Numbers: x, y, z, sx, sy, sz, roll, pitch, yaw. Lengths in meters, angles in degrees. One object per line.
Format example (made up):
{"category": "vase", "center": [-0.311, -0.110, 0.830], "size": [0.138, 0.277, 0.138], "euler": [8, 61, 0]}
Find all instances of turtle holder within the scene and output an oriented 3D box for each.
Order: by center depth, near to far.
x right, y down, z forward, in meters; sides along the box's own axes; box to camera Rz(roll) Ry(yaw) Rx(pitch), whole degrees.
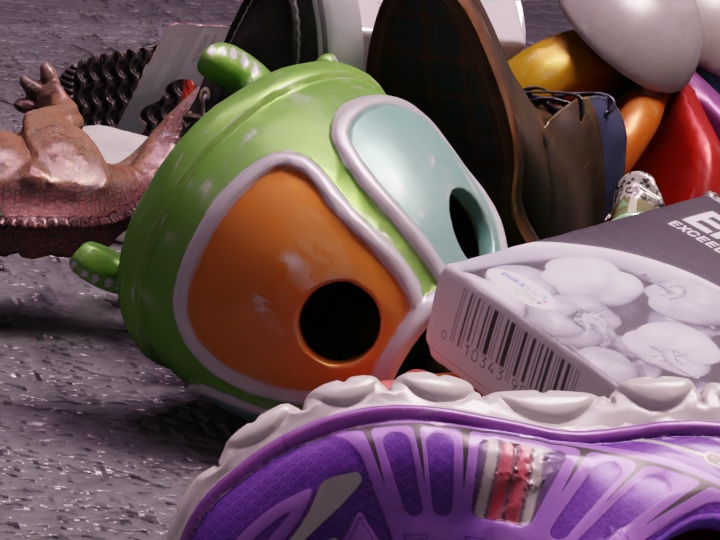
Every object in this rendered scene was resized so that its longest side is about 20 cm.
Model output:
{"category": "turtle holder", "center": [-0.008, 0.007, 1.140], "size": [0.132, 0.141, 0.186], "euler": [36, -13, 27]}

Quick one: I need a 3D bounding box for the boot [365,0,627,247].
{"category": "boot", "center": [0.059, -0.062, 1.240], "size": [0.074, 0.201, 0.097], "euler": [11, 46, 28]}

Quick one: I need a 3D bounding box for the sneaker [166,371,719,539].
{"category": "sneaker", "center": [0.042, 0.081, 0.889], "size": [0.199, 0.081, 0.084], "euler": [-5, 43, -4]}

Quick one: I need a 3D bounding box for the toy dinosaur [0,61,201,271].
{"category": "toy dinosaur", "center": [-0.148, -0.030, 1.249], "size": [0.199, 0.086, 0.136], "euler": [-9, 15, -10]}

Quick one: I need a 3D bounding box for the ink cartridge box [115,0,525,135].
{"category": "ink cartridge box", "center": [-0.032, -0.095, 1.561], "size": [0.199, 0.050, 0.161], "euler": [3, -33, -22]}

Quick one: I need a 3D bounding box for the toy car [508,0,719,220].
{"category": "toy car", "center": [0.145, -0.063, 1.526], "size": [0.150, 0.175, 0.200], "euler": [50, 30, 19]}

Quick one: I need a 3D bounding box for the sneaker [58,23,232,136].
{"category": "sneaker", "center": [-0.071, -0.104, 1.702], "size": [0.198, 0.071, 0.093], "euler": [-7, 1, 15]}

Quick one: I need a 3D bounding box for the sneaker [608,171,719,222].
{"category": "sneaker", "center": [0.111, 0.006, 1.216], "size": [0.077, 0.089, 0.200], "euler": [-25, -9, 27]}

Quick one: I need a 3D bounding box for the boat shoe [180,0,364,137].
{"category": "boat shoe", "center": [-0.046, -0.049, 1.233], "size": [0.056, 0.201, 0.069], "euler": [-12, 46, -29]}

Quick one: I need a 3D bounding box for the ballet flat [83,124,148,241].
{"category": "ballet flat", "center": [-0.071, -0.030, 1.440], "size": [0.199, 0.070, 0.069], "euler": [7, 10, 26]}

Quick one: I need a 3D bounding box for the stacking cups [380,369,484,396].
{"category": "stacking cups", "center": [0.074, 0.054, 1.078], "size": [0.199, 0.061, 0.060], "euler": [-3, 14, -35]}

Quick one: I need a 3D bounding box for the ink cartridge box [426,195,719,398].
{"category": "ink cartridge box", "center": [0.160, 0.040, 1.045], "size": [0.199, 0.044, 0.198], "euler": [-14, 38, -42]}
